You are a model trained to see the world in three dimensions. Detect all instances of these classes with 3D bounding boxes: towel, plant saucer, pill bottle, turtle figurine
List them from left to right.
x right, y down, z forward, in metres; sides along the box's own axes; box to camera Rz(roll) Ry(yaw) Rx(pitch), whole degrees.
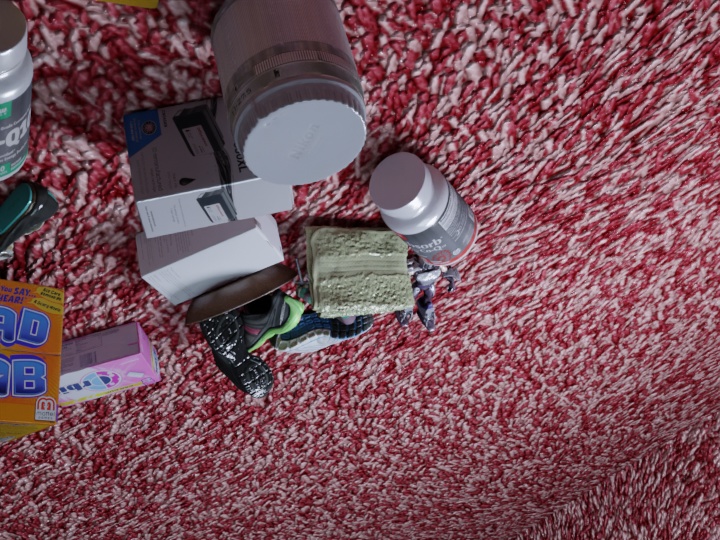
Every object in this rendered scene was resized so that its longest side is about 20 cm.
[{"bbox_3d":[-0.423,-0.201,1.066,0.111,0.115,0.201,-2,147,-22],"label":"pill bottle"},{"bbox_3d":[-0.197,0.029,1.545,0.197,0.037,0.200,-23,-172,3],"label":"plant saucer"},{"bbox_3d":[-0.039,0.029,1.646,0.148,0.102,0.200,-24,154,13],"label":"turtle figurine"},{"bbox_3d":[0.000,0.000,1.552,0.197,0.151,0.036,0,168,-33],"label":"towel"},{"bbox_3d":[0.097,-0.095,1.484,0.115,0.117,0.200,-26,148,17],"label":"pill bottle"}]

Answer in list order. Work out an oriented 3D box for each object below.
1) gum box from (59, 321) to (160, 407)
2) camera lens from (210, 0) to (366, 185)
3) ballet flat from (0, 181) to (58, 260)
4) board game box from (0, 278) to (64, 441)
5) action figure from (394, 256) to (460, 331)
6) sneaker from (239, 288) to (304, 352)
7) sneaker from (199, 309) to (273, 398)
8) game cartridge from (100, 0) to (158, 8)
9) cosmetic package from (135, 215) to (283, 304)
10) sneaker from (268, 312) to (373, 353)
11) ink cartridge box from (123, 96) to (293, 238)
[{"bbox_3d":[-0.466,0.169,1.690,0.196,0.067,0.114,-15,148,-1],"label":"gum box"},{"bbox_3d":[-0.083,-0.223,1.106,0.157,0.203,0.161,-12,150,-7],"label":"camera lens"},{"bbox_3d":[-0.494,-0.050,1.328,0.198,0.069,0.068,-29,156,21],"label":"ballet flat"},{"bbox_3d":[-0.569,0.132,1.402,0.198,0.204,0.198,12,158,-38],"label":"board game box"},{"bbox_3d":[0.115,0.030,1.745,0.128,0.070,0.201,-4,145,-10],"label":"action figure"},{"bbox_3d":[-0.183,0.083,1.702,0.199,0.077,0.084,-31,112,36],"label":"sneaker"},{"bbox_3d":[-0.234,0.138,1.676,0.076,0.202,0.090,-35,-164,-32],"label":"sneaker"},{"bbox_3d":[-0.269,-0.358,0.968,0.173,0.033,0.201,1,144,-26],"label":"game cartridge"},{"bbox_3d":[-0.229,-0.035,1.463,0.197,0.082,0.113,-22,149,8],"label":"cosmetic package"},{"bbox_3d":[-0.068,0.111,1.798,0.196,0.076,0.087,-12,158,8],"label":"sneaker"},{"bbox_3d":[-0.196,-0.141,1.241,0.196,0.147,0.085,-12,149,-8],"label":"ink cartridge box"}]
